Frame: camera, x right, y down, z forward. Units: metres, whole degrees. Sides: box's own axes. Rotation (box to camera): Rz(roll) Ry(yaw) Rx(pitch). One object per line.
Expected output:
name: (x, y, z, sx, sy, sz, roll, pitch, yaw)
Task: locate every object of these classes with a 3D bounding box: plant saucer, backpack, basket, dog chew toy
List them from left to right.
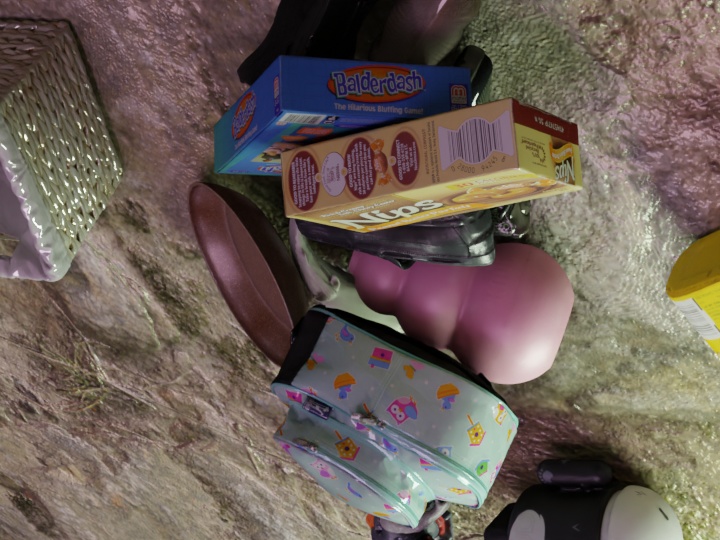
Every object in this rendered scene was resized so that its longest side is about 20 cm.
basket: (-0.356, -0.118, 1.372, 0.196, 0.162, 0.202, 6, 133, 25)
plant saucer: (-0.101, -0.001, 1.377, 0.201, 0.036, 0.201, 51, 159, 28)
backpack: (0.031, 0.135, 1.245, 0.198, 0.155, 0.176, 15, 161, 19)
dog chew toy: (0.086, 0.021, 1.270, 0.198, 0.125, 0.125, 20, 138, 6)

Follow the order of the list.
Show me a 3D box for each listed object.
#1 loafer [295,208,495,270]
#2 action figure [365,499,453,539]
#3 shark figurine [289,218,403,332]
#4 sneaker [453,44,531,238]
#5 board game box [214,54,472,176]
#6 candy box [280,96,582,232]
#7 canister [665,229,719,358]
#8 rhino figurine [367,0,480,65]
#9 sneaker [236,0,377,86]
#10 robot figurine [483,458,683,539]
loafer: (0.026, -0.033, 1.208, 0.199, 0.068, 0.071, 4, 125, 40)
action figure: (0.062, 0.286, 1.535, 0.194, 0.104, 0.201, 46, 159, 41)
shark figurine: (-0.022, -0.002, 1.359, 0.128, 0.090, 0.214, -42, 115, 13)
sneaker: (0.104, -0.099, 1.189, 0.113, 0.077, 0.201, 22, 141, 7)
board game box: (-0.020, -0.115, 1.124, 0.150, 0.046, 0.200, 1, 170, -20)
candy box: (0.053, -0.075, 1.073, 0.198, 0.056, 0.115, -9, 170, 31)
canister: (0.363, 0.050, 1.173, 0.200, 0.087, 0.148, 47, 136, -16)
rhino figurine: (0.064, -0.209, 1.092, 0.059, 0.088, 0.200, 33, 139, -4)
sneaker: (-0.026, -0.217, 1.146, 0.060, 0.104, 0.201, 22, 107, -30)
robot figurine: (0.227, 0.276, 1.447, 0.198, 0.126, 0.150, -6, 145, 34)
